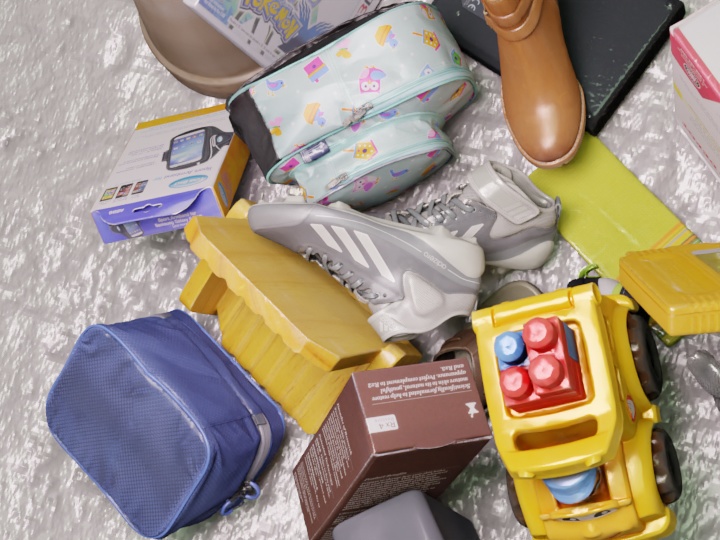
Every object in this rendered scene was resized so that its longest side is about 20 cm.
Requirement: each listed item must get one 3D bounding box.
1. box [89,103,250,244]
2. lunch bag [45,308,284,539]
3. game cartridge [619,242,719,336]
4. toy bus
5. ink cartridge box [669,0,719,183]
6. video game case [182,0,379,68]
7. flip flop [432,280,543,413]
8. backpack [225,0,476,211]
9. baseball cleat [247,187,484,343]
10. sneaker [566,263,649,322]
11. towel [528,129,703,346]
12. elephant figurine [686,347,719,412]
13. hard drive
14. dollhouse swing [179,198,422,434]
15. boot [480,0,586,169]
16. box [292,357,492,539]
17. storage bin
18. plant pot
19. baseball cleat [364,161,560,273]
[{"bbox_3d":[-0.169,-0.088,1.240,0.119,0.042,0.200,-10,33,14],"label":"box"},{"bbox_3d":[-0.164,0.136,1.209,0.200,0.132,0.136,45,118,18],"label":"lunch bag"},{"bbox_3d":[0.315,0.006,1.053,0.199,0.176,0.033,-4,104,-2],"label":"game cartridge"},{"bbox_3d":[0.154,0.108,1.016,0.135,0.192,0.201,-14,74,18],"label":"toy bus"},{"bbox_3d":[0.323,-0.124,1.086,0.083,0.200,0.145,-33,72,4],"label":"ink cartridge box"},{"bbox_3d":[-0.051,-0.270,1.226,0.022,0.200,0.183,31,89,37],"label":"video game case"},{"bbox_3d":[0.089,0.091,1.185,0.200,0.058,0.081,-41,71,5],"label":"flip flop"},{"bbox_3d":[0.007,-0.142,1.194,0.200,0.176,0.154,-35,79,11],"label":"backpack"},{"bbox_3d":[0.000,0.000,1.094,0.199,0.070,0.107,10,79,3],"label":"baseball cleat"},{"bbox_3d":[0.183,0.095,1.153,0.083,0.072,0.201,18,85,26],"label":"sneaker"},{"bbox_3d":[0.235,-0.032,1.191,0.086,0.018,0.200,-41,70,-1],"label":"towel"},{"bbox_3d":[0.388,0.084,1.061,0.200,0.155,0.142,-36,66,12],"label":"elephant figurine"},{"bbox_3d":[0.175,-0.232,1.234,0.200,0.033,0.140,37,91,22],"label":"hard drive"},{"bbox_3d":[-0.082,0.059,1.143,0.200,0.176,0.182,44,121,15],"label":"dollhouse swing"},{"bbox_3d":[0.141,-0.198,1.135,0.076,0.155,0.201,-3,77,17],"label":"boot"},{"bbox_3d":[0.019,0.148,1.080,0.100,0.200,0.075,-5,64,-22],"label":"box"},{"bbox_3d":[0.049,0.270,1.099,0.145,0.200,0.135,-27,62,11],"label":"storage bin"},{"bbox_3d":[-0.139,-0.282,1.267,0.199,0.174,0.201,-3,78,14],"label":"plant pot"},{"bbox_3d":[0.073,-0.050,1.166,0.199,0.107,0.070,0,38,-12],"label":"baseball cleat"}]
